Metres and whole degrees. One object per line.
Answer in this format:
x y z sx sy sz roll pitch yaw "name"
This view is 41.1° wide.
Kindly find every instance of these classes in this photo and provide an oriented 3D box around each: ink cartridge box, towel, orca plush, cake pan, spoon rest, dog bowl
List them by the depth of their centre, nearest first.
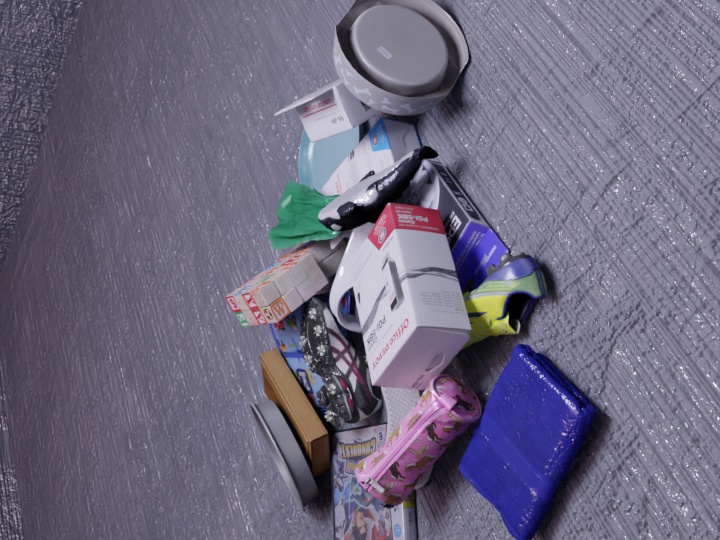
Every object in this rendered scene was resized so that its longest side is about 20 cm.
0.204 0.208 1.167 0.148 0.049 0.201 47 126 46 "towel"
0.061 0.035 1.272 0.147 0.082 0.201 122 146 -45 "ink cartridge box"
0.105 -0.018 1.358 0.199 0.043 0.201 -63 40 30 "ink cartridge box"
0.051 -0.307 1.358 0.059 0.198 0.202 121 142 -56 "dog bowl"
0.034 -0.102 1.362 0.199 0.071 0.105 -36 17 15 "orca plush"
-0.015 -0.253 1.426 0.116 0.199 0.068 -8 112 56 "ink cartridge box"
0.000 0.000 1.430 0.099 0.060 0.201 50 130 49 "spoon rest"
0.018 -0.127 1.486 0.200 0.067 0.117 -44 50 44 "ink cartridge box"
-0.125 0.299 1.584 0.201 0.037 0.201 58 166 24 "cake pan"

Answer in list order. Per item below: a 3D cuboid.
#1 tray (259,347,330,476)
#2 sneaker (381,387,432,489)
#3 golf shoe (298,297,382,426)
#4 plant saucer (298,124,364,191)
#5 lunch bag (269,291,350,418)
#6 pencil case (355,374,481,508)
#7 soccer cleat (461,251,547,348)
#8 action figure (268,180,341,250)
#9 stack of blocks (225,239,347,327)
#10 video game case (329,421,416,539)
-0.110 0.233 1.587 0.200 0.037 0.099 54 156 40 "tray"
0.073 0.206 1.367 0.073 0.082 0.202 -2 99 16 "sneaker"
-0.035 0.138 1.479 0.077 0.087 0.202 -34 69 53 "golf shoe"
-0.046 -0.204 1.638 0.200 0.027 0.202 -16 71 56 "plant saucer"
-0.074 0.143 1.591 0.150 0.093 0.202 -11 89 58 "lunch bag"
0.076 0.225 1.267 0.200 0.082 0.087 -52 15 27 "pencil case"
0.166 0.058 1.234 0.200 0.064 0.084 -51 54 42 "soccer cleat"
-0.066 -0.083 1.496 0.199 0.054 0.119 5 85 55 "action figure"
-0.105 0.010 1.540 0.115 0.200 0.059 -13 111 54 "stack of blocks"
0.015 0.328 1.458 0.199 0.025 0.183 -22 67 54 "video game case"
